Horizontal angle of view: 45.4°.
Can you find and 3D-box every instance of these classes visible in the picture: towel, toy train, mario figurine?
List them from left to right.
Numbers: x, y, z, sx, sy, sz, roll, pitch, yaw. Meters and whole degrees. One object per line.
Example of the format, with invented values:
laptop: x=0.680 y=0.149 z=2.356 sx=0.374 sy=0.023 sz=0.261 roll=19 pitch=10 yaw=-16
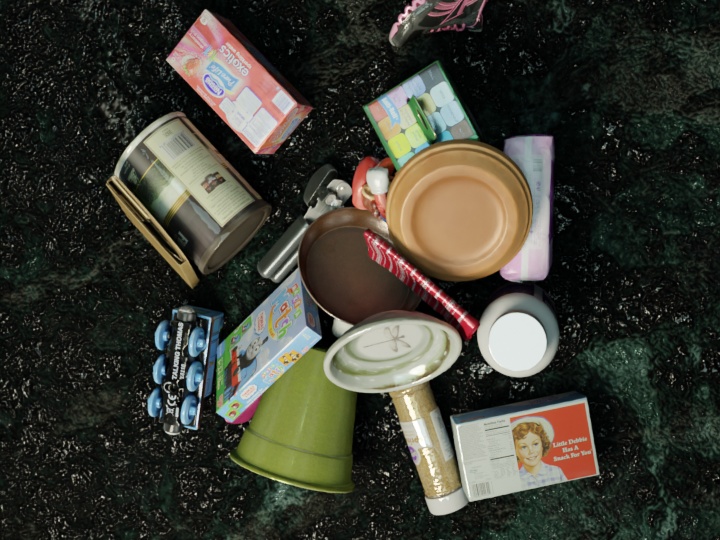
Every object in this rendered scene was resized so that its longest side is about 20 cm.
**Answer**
toy train: x=-0.274 y=0.154 z=1.361 sx=0.085 sy=0.114 sz=0.204 roll=10 pitch=98 yaw=14
mario figurine: x=0.066 y=-0.094 z=1.255 sx=0.105 sy=0.124 sz=0.201 roll=-25 pitch=67 yaw=-22
towel: x=0.083 y=0.022 z=1.193 sx=0.199 sy=0.145 sz=0.023 roll=41 pitch=86 yaw=7

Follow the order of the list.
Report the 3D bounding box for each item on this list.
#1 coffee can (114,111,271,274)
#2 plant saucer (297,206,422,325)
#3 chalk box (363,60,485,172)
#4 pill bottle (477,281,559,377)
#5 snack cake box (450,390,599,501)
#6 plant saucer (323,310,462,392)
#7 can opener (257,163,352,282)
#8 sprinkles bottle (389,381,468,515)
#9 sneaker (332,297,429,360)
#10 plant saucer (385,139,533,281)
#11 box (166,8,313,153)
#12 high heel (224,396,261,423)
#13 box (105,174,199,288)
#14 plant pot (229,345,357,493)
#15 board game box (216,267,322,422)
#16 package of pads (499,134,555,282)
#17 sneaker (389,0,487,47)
coffee can: x=-0.253 y=-0.118 z=1.310 sx=0.200 sy=0.146 sz=0.146 roll=46 pitch=103 yaw=4
plant saucer: x=0.000 y=0.000 z=1.273 sx=0.199 sy=0.201 sz=0.035 roll=37 pitch=146 yaw=5
chalk box: x=0.090 y=-0.202 z=1.198 sx=0.123 sy=0.200 sz=0.126 roll=-29 pitch=90 yaw=14
pill bottle: x=0.221 y=0.081 z=1.201 sx=0.110 sy=0.200 sz=0.115 roll=1 pitch=97 yaw=12
snack cake box: x=0.239 y=0.255 z=1.263 sx=0.196 sy=0.067 sz=0.117 roll=-11 pitch=91 yaw=-1
plant saucer: x=0.042 y=0.105 z=1.209 sx=0.197 sy=0.201 sz=0.051 roll=-21 pitch=55 yaw=13
can opener: x=-0.088 y=-0.069 z=1.336 sx=0.201 sy=0.052 sz=0.067 roll=-51 pitch=50 yaw=11
sprinkles bottle: x=0.106 y=0.266 z=1.315 sx=0.067 sy=0.068 sz=0.204 roll=-19 pitch=92 yaw=13
sneaker: x=0.046 y=0.105 z=1.317 sx=0.198 sy=0.078 sz=0.100 roll=30 pitch=130 yaw=-2
plant saucer: x=0.130 y=-0.071 z=1.135 sx=0.196 sy=0.038 sz=0.204 roll=3 pitch=119 yaw=5
box: x=-0.181 y=-0.281 z=1.301 sx=0.200 sy=0.095 sz=0.103 roll=45 pitch=103 yaw=4
high heel: x=-0.152 y=0.146 z=1.343 sx=0.067 sy=0.096 sz=0.202 roll=34 pitch=102 yaw=7
box: x=-0.310 y=-0.052 z=1.308 sx=0.021 sy=0.200 sz=0.164 roll=-42 pitch=86 yaw=-12
plant pot: x=-0.078 y=0.211 z=1.303 sx=0.196 sy=0.200 sz=0.194 roll=15 pitch=87 yaw=10
board game box: x=-0.141 y=0.108 z=1.290 sx=0.036 sy=0.152 sz=0.200 roll=37 pitch=111 yaw=-28
package of pads: x=0.237 y=-0.090 z=1.220 sx=0.074 sy=0.120 sz=0.204 roll=2 pitch=97 yaw=12
sneaker: x=0.133 y=-0.374 z=1.241 sx=0.198 sy=0.079 sz=0.096 roll=-34 pitch=100 yaw=15
